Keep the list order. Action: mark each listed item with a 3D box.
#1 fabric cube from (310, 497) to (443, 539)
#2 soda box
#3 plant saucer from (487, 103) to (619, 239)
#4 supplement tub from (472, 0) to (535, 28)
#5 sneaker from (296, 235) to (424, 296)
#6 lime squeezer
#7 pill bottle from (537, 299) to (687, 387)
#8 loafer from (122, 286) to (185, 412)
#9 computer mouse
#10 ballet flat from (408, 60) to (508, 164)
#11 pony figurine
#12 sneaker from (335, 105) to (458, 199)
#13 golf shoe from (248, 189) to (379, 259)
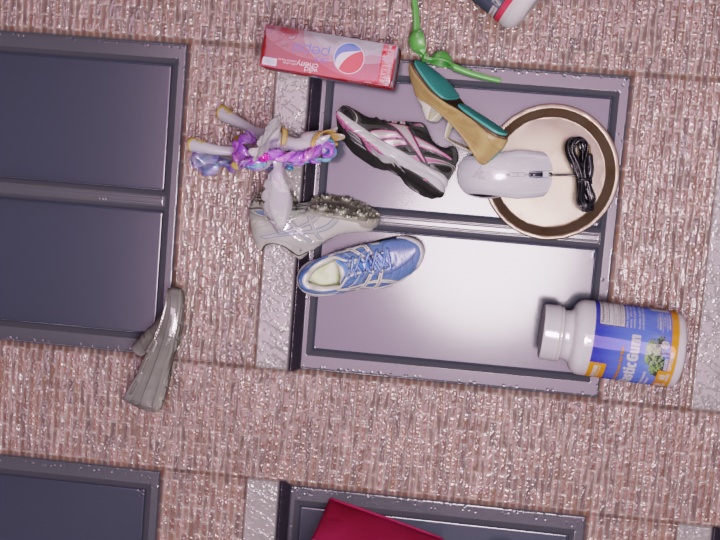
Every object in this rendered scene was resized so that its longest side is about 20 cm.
[{"bbox_3d":[0.001,0.483,1.608,0.196,0.199,0.200,18,96,3],"label":"fabric cube"},{"bbox_3d":[-0.043,-0.313,1.604,0.200,0.070,0.064,11,95,5],"label":"soda box"},{"bbox_3d":[0.281,-0.146,1.611,0.200,0.029,0.200,1,96,5],"label":"plant saucer"},{"bbox_3d":[0.181,-0.454,1.536,0.200,0.140,0.140,40,97,1],"label":"supplement tub"},{"bbox_3d":[0.000,0.000,1.625,0.200,0.077,0.076,-18,92,5],"label":"sneaker"},{"bbox_3d":[0.117,-0.331,1.612,0.200,0.038,0.071,48,66,0],"label":"lime squeezer"},{"bbox_3d":[0.362,0.103,1.584,0.200,0.112,0.112,7,96,4],"label":"pill bottle"},{"bbox_3d":[-0.316,0.119,1.668,0.070,0.070,0.200,15,97,-5],"label":"loafer"},{"bbox_3d":[0.240,-0.137,1.580,0.200,0.044,0.110,-2,96,5],"label":"computer mouse"},{"bbox_3d":[0.127,-0.227,1.579,0.200,0.069,0.063,46,120,27],"label":"ballet flat"},{"bbox_3d":[-0.142,-0.168,1.569,0.200,0.193,0.167,10,128,18],"label":"pony figurine"},{"bbox_3d":[0.057,-0.190,1.615,0.200,0.080,0.086,34,74,3],"label":"sneaker"},{"bbox_3d":[-0.069,-0.064,1.639,0.200,0.078,0.097,6,113,10],"label":"golf shoe"}]
